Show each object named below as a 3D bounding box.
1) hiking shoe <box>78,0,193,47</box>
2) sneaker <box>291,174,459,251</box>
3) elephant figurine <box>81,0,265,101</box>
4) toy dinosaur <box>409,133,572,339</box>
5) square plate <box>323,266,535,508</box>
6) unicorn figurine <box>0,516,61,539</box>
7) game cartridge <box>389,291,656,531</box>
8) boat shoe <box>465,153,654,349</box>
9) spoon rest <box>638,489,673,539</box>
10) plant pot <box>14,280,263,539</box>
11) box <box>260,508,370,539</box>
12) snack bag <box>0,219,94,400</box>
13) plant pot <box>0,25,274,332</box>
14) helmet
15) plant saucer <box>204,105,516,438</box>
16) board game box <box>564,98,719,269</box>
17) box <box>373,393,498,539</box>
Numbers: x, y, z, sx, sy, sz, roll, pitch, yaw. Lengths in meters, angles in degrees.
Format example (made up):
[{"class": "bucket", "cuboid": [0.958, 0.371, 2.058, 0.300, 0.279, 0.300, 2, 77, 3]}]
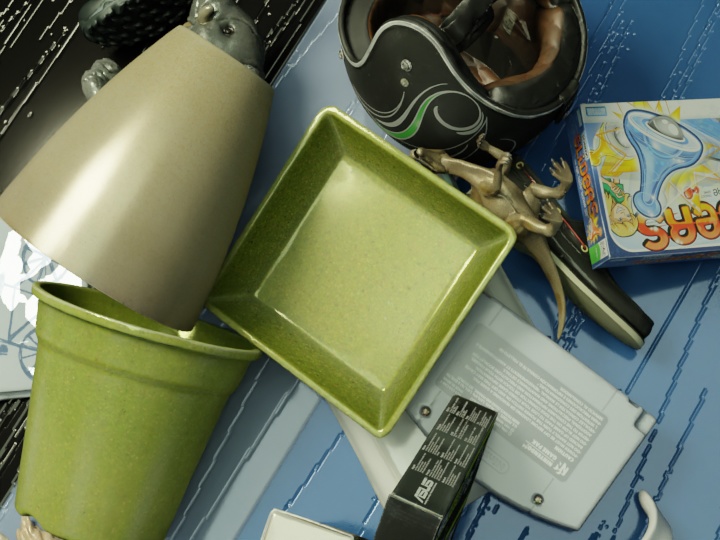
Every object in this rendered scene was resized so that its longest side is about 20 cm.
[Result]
[{"class": "hiking shoe", "cuboid": [-0.194, -0.292, 1.177, 0.199, 0.075, 0.087, -39, 68, -13]}, {"class": "sneaker", "cuboid": [0.000, -0.040, 1.106, 0.198, 0.075, 0.088, -18, 42, 11]}, {"class": "elephant figurine", "cuboid": [-0.136, -0.169, 1.098, 0.198, 0.155, 0.143, -27, 53, 9]}, {"class": "toy dinosaur", "cuboid": [0.132, -0.046, 1.008, 0.200, 0.101, 0.058, 48, 57, -3]}, {"class": "square plate", "cuboid": [0.072, 0.099, 1.074, 0.197, 0.028, 0.201, -30, 76, 0]}, {"class": "unicorn figurine", "cuboid": [-0.289, 0.317, 1.043, 0.136, 0.074, 0.202, 23, 75, 0]}, {"class": "game cartridge", "cuboid": [0.129, 0.118, 1.031, 0.199, 0.041, 0.134, 37, 81, 13]}, {"class": "boat shoe", "cuboid": [0.181, -0.017, 1.062, 0.063, 0.074, 0.201, -42, 78, -7]}, {"class": "spoon rest", "cuboid": [0.174, 0.261, 1.001, 0.199, 0.061, 0.100, -38, 106, -4]}, {"class": "plant pot", "cuboid": [-0.202, 0.126, 1.030, 0.198, 0.200, 0.186, 17, 91, 10]}, {"class": "box", "cuboid": [-0.035, 0.239, 0.966, 0.068, 0.200, 0.083, 16, 80, 10]}, {"class": "snack bag", "cuboid": [-0.343, 0.029, 1.143, 0.197, 0.021, 0.191, -6, 76, 5]}, {"class": "plant pot", "cuboid": [-0.159, -0.085, 0.987, 0.186, 0.187, 0.201, 34, 92, 13]}, {"class": "helmet", "cuboid": [0.081, -0.189, 1.054, 0.198, 0.190, 0.203, 2, 85, -26]}, {"class": "plant saucer", "cuboid": [0.000, 0.000, 1.022, 0.199, 0.048, 0.201, 35, 94, 15]}, {"class": "board game box", "cuboid": [0.281, -0.077, 1.049, 0.197, 0.034, 0.137, -5, 77, -16]}, {"class": "box", "cuboid": [0.038, 0.216, 0.931, 0.047, 0.200, 0.195, 20, 110, 12]}]
